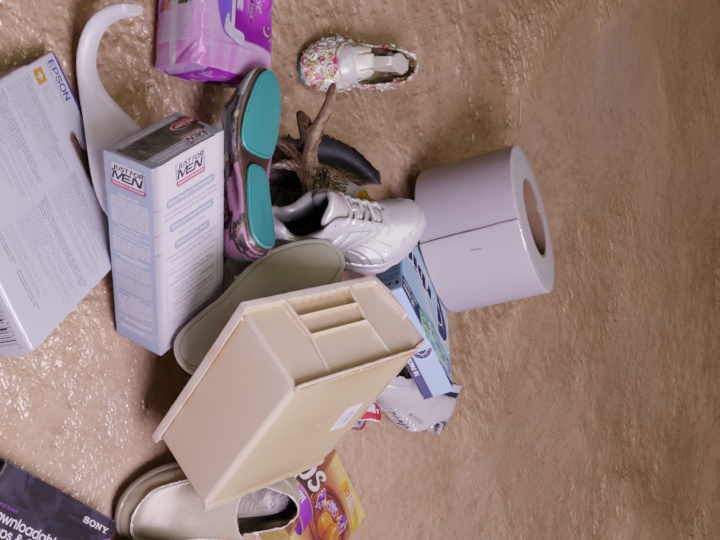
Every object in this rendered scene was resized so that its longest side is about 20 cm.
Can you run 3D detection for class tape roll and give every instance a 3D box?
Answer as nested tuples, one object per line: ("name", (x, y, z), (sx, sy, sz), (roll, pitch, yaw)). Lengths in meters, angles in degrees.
("tape roll", (0.172, -0.055, 1.325), (0.202, 0.137, 0.206), (-13, 90, -70))

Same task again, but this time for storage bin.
("storage bin", (-0.064, 0.114, 0.942), (0.197, 0.201, 0.094), (-12, 56, -49))

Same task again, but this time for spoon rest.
("spoon rest", (-0.229, -0.145, 0.914), (0.099, 0.060, 0.203), (-34, 124, -72))

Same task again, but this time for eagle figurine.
("eagle figurine", (-0.044, -0.096, 1.128), (0.151, 0.152, 0.200), (-36, 163, -2))

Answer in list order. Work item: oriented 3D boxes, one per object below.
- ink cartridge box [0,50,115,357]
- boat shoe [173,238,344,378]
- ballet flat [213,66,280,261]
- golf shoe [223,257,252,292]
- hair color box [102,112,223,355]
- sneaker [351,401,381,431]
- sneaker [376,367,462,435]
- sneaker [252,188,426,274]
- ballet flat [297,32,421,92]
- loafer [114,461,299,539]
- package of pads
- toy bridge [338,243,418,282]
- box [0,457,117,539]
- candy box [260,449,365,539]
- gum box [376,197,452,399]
("ink cartridge box", (-0.287, -0.063, 0.837), (0.201, 0.043, 0.199), (-65, 140, -59))
("boat shoe", (-0.099, 0.044, 0.972), (0.199, 0.074, 0.066), (-42, 166, -23))
("ballet flat", (-0.122, -0.107, 0.980), (0.069, 0.070, 0.203), (22, 64, -56))
("golf shoe", (-0.081, 0.020, 1.085), (0.199, 0.087, 0.078), (24, 73, -48))
("hair color box", (-0.180, -0.033, 0.914), (0.099, 0.060, 0.202), (-41, 146, -47))
("sneaker", (0.000, 0.123, 1.178), (0.199, 0.070, 0.114), (-26, 100, -58))
("sneaker", (0.062, 0.173, 1.289), (0.199, 0.076, 0.082), (19, 93, -46))
("sneaker", (-0.016, -0.047, 1.028), (0.197, 0.100, 0.079), (-14, 58, -18))
("ballet flat", (0.005, -0.261, 1.217), (0.199, 0.063, 0.077), (-18, 105, -51))
("loafer", (-0.145, 0.233, 0.974), (0.197, 0.068, 0.077), (-5, 104, -30))
("package of pads", (-0.147, -0.295, 1.007), (0.120, 0.075, 0.203), (4, 87, -52))
("toy bridge", (0.000, 0.000, 1.099), (0.200, 0.027, 0.068), (-52, 123, -38))
("box", (-0.305, 0.281, 0.832), (0.143, 0.036, 0.202), (46, 54, -42))
("candy box", (-0.075, 0.244, 1.117), (0.117, 0.056, 0.202), (-47, 126, -41))
("gum box", (0.066, 0.032, 1.240), (0.201, 0.044, 0.171), (-85, 153, -55))
